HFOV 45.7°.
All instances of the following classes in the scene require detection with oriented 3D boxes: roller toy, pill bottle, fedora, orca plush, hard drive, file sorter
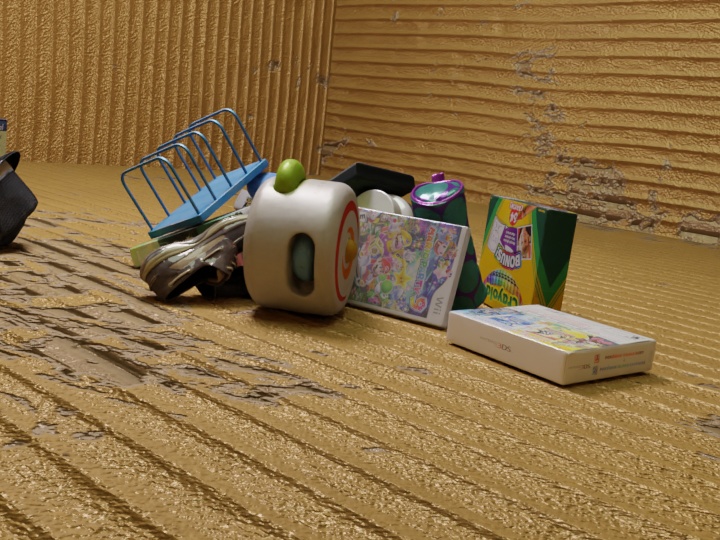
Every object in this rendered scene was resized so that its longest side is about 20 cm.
[{"bbox_3d":[-0.071,-0.032,1.180,0.137,0.185,0.201,7,-25,11],"label":"roller toy"},{"bbox_3d":[0.062,-0.074,1.570,0.112,0.115,0.199,12,-6,30],"label":"pill bottle"},{"bbox_3d":[-0.594,-0.100,1.402,0.091,0.202,0.201,37,2,-15],"label":"fedora"},{"bbox_3d":[-0.162,-0.005,1.283,0.198,0.072,0.105,-1,12,-37],"label":"orca plush"},{"bbox_3d":[-0.012,-0.138,1.592,0.138,0.033,0.199,8,-22,-37],"label":"hard drive"},{"bbox_3d":[-0.280,-0.168,1.438,0.137,0.124,0.200,-12,25,38],"label":"file sorter"}]

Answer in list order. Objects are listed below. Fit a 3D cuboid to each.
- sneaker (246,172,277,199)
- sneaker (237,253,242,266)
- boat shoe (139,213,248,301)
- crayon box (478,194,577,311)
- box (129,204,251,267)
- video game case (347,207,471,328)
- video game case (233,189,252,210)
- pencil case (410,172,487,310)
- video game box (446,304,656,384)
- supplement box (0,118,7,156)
[{"bbox_3d":[-0.129,-0.123,1.437,0.199,0.067,0.078,33,1,31],"label":"sneaker"},{"bbox_3d":[-0.213,-0.038,1.482,0.094,0.080,0.200,-7,5,9],"label":"sneaker"},{"bbox_3d":[-0.209,-0.013,1.200,0.198,0.074,0.075,-27,-18,-23],"label":"boat shoe"},{"bbox_3d":[0.253,-0.019,1.340,0.057,0.176,0.200,7,9,-17],"label":"crayon box"},{"bbox_3d":[-0.269,-0.060,1.421,0.197,0.037,0.144,-20,8,6],"label":"box"},{"bbox_3d":[0.054,-0.008,1.241,0.198,0.146,0.018,12,-6,33],"label":"video game case"},{"bbox_3d":[-0.119,-0.078,1.610,0.199,0.046,0.180,29,-5,-33],"label":"video game case"},{"bbox_3d":[0.135,-0.038,1.303,0.084,0.203,0.093,-5,30,19],"label":"pencil case"},{"bbox_3d":[0.241,0.089,1.088,0.180,0.048,0.199,1,10,-38],"label":"video game box"},{"bbox_3d":[-0.761,-0.182,1.529,0.133,0.203,0.199,13,12,33],"label":"supplement box"}]
